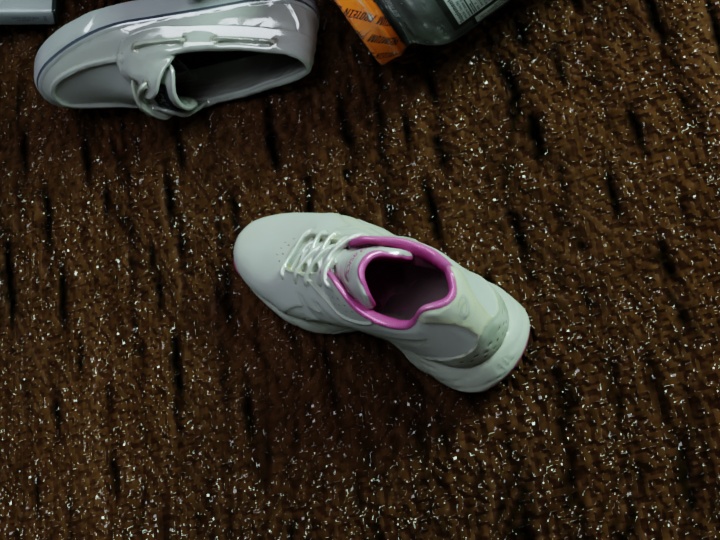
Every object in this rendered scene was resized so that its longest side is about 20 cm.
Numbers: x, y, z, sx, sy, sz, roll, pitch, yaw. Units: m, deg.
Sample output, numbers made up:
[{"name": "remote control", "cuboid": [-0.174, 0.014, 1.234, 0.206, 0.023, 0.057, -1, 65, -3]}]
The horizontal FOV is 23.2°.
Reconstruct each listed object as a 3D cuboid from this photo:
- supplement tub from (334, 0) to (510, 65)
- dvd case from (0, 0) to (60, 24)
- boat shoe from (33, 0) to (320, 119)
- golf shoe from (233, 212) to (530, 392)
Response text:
[{"name": "supplement tub", "cuboid": [0.066, -0.219, 1.048, 0.200, 0.123, 0.123, -34, 54, 6]}, {"name": "dvd case", "cuboid": [-0.312, -0.237, 1.258, 0.199, 0.018, 0.143, -1, 61, -2]}, {"name": "boat shoe", "cuboid": [-0.120, -0.130, 1.128, 0.199, 0.072, 0.066, -9, 56, 12]}, {"name": "golf shoe", "cuboid": [0.000, 0.000, 0.984, 0.199, 0.092, 0.076, 19, 75, 34]}]
